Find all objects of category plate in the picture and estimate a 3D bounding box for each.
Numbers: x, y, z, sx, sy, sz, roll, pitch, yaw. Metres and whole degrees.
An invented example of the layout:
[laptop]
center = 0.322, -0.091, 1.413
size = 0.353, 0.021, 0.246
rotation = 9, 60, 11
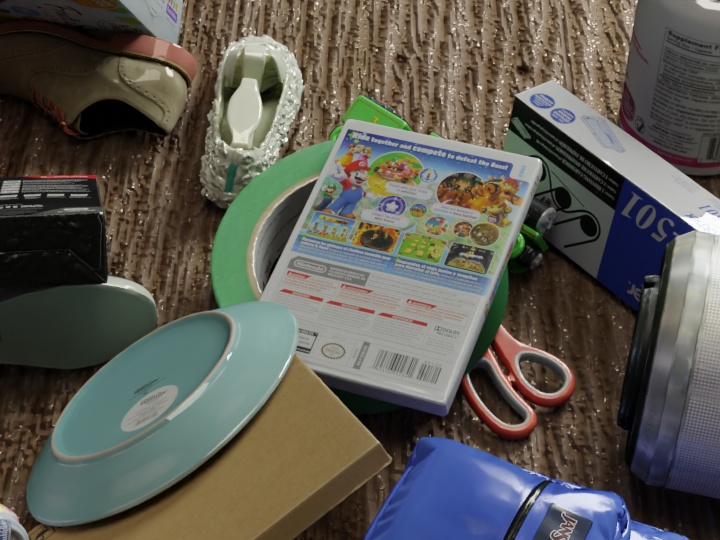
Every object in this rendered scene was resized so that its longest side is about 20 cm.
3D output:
[plate]
center = -0.127, 0.077, 1.023
size = 0.200, 0.026, 0.200
rotation = -28, 22, 13

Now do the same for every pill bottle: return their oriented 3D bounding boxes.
[pill bottle]
center = 0.258, -0.179, 1.238
size = 0.113, 0.200, 0.113
rotation = 1, 45, -1

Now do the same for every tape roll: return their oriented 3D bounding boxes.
[tape roll]
center = 0.000, 0.000, 1.138
size = 0.200, 0.048, 0.201
rotation = -4, 54, 6

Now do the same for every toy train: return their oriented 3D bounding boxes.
[toy train]
center = 0.060, -0.066, 1.225
size = 0.200, 0.042, 0.056
rotation = 34, 83, 27

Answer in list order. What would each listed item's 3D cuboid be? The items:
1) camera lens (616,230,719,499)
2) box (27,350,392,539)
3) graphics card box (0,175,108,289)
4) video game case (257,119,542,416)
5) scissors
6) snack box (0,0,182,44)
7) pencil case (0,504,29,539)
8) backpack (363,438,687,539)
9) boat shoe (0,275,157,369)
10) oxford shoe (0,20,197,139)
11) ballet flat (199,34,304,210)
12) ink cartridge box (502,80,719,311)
[camera lens]
center = 0.264, 0.068, 1.027
size = 0.200, 0.160, 0.160
rotation = 11, 47, 9
[box]
center = -0.093, 0.132, 0.940
size = 0.200, 0.021, 0.163
rotation = -37, 27, -7
[graphics card box]
center = -0.232, -0.027, 1.110
size = 0.125, 0.051, 0.200
rotation = -3, 9, -11
[video game case]
center = 0.022, -0.008, 1.099
size = 0.143, 0.018, 0.200
rotation = 13, 58, 18
[scissors]
center = 0.070, 0.029, 1.142
size = 0.073, 0.014, 0.200
rotation = -27, 61, -18
[snack box]
center = -0.225, -0.214, 1.272
size = 0.142, 0.200, 0.053
rotation = 7, 86, 7
[pencil case]
center = -0.279, 0.132, 0.988
size = 0.091, 0.083, 0.200
rotation = 10, 20, -48
[backpack]
center = 0.090, 0.194, 0.888
size = 0.200, 0.168, 0.163
rotation = 20, 55, 18
[boat shoe]
center = -0.239, 0.023, 1.119
size = 0.200, 0.070, 0.072
rotation = -5, 36, -14
[oxford shoe]
center = -0.229, -0.142, 1.284
size = 0.200, 0.070, 0.075
rotation = 4, 66, 16
[ballet flat]
center = -0.080, -0.129, 1.277
size = 0.072, 0.072, 0.200
rotation = 3, 45, 1
[ink cartridge box]
center = 0.181, -0.040, 1.174
size = 0.044, 0.094, 0.200
rotation = -25, 51, -33
